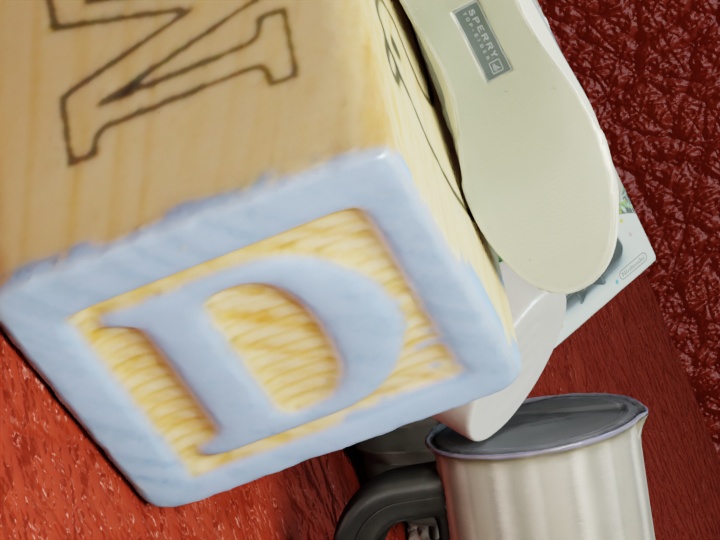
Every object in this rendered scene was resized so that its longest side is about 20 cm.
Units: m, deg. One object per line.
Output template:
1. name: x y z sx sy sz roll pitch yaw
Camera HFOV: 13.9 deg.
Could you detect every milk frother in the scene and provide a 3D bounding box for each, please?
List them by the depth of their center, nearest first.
1. milk frother: 0.084 0.182 1.509 0.200 0.180 0.189 -142 -139 -76

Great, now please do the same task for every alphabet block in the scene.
1. alphabet block: -0.057 -0.042 1.364 0.196 0.196 0.201 59 16 -50

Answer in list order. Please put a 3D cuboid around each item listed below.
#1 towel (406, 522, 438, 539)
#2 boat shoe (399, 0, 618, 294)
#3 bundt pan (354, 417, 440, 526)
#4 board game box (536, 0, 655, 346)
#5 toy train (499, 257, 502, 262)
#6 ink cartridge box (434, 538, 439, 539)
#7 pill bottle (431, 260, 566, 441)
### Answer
1. towel: 0.080 0.256 1.914 0.200 0.032 0.191 -92 159 -54
2. boat shoe: 0.069 -0.089 1.366 0.201 0.070 0.072 67 15 -4
3. bundt pan: 0.040 0.071 1.862 0.202 0.075 0.203 -9 90 -76
4. board game box: 0.065 -0.051 1.668 0.147 0.064 0.201 -39 112 -32
5. toy train: 0.034 -0.058 1.567 0.200 0.042 0.056 43 -6 -27
6. ink cartridge box: 0.054 0.235 1.666 0.037 0.094 0.200 -93 160 -52
7. pill bottle: 0.000 0.000 1.530 0.200 0.110 0.110 31 -2 20
